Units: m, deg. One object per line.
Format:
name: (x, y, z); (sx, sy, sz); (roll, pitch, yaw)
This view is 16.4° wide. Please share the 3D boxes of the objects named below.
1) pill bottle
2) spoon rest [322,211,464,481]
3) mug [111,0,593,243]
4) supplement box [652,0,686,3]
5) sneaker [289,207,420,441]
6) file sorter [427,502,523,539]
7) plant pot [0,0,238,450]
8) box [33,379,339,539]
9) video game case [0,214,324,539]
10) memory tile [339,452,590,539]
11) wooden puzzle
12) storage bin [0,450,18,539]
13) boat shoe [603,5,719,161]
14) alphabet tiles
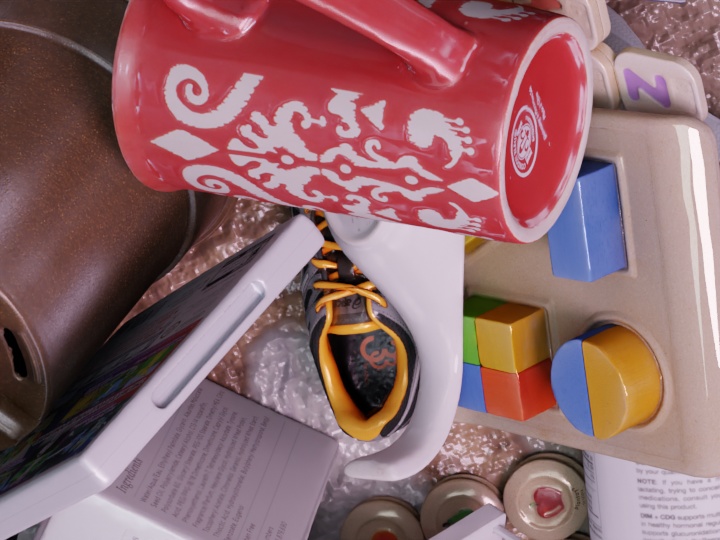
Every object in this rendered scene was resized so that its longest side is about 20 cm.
pill bottle: (0.177, 0.108, 1.345); (0.113, 0.113, 0.201); (-4, 107, 10)
spoon rest: (0.019, 0.005, 1.291); (0.099, 0.060, 0.201); (2, 95, 48)
mug: (-0.009, -0.084, 1.177); (0.199, 0.177, 0.134); (14, 95, 25)
supplement box: (0.113, -0.203, 1.209); (0.109, 0.200, 0.109); (6, 107, 7)
sneaker: (0.000, 0.000, 1.359); (0.078, 0.077, 0.201); (-10, 104, 14)
file sorter: (0.040, 0.244, 1.316); (0.124, 0.200, 0.139); (30, 129, 33)
plant pot: (-0.186, -0.024, 1.282); (0.199, 0.199, 0.201); (14, 135, 15)
box: (-0.120, 0.182, 1.371); (0.130, 0.200, 0.199); (26, 110, -1)
video game case: (-0.120, 0.063, 1.239); (0.023, 0.182, 0.200); (48, 145, -10)
memory tile: (0.080, 0.210, 1.444); (0.153, 0.017, 0.201); (-14, 105, 13)
wooden puzzle: (0.095, 0.008, 1.267); (0.199, 0.046, 0.186); (8, 113, 43)
storage bin: (-0.256, 0.127, 1.386); (0.134, 0.200, 0.146); (3, 108, -2)
boat shoe: (0.135, -0.076, 1.318); (0.200, 0.072, 0.062); (42, 152, 6)
alphabet tiles: (0.099, -0.072, 1.280); (0.195, 0.015, 0.201); (17, 139, 38)
